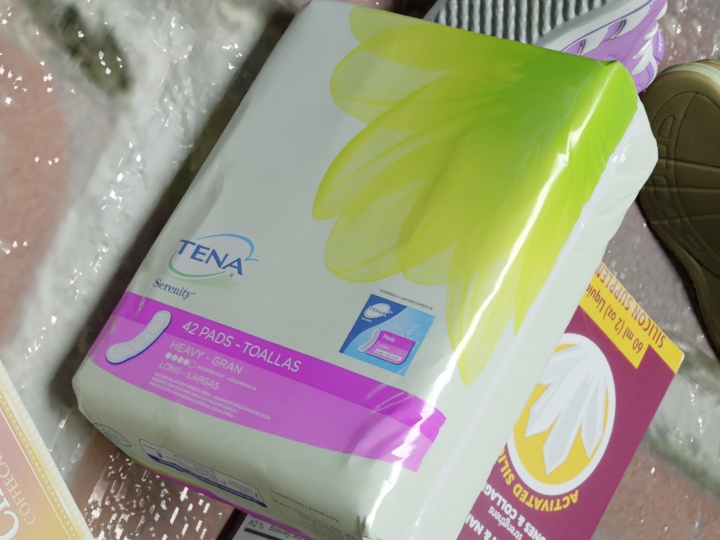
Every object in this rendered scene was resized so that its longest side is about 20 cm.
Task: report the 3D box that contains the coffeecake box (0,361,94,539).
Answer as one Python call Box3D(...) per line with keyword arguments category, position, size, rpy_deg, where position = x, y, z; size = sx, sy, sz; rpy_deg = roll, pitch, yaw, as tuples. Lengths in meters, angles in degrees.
Box3D(category="coffeecake box", position=(-0.164, 0.071, 0.632), size=(0.073, 0.200, 0.154), rpy_deg=(-40, 121, -31))

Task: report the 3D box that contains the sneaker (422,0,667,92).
Box3D(category="sneaker", position=(0.102, -0.118, 0.877), size=(0.114, 0.200, 0.073), rpy_deg=(-8, 66, -44))

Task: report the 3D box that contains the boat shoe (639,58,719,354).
Box3D(category="boat shoe", position=(0.188, -0.028, 1.032), size=(0.063, 0.073, 0.201), rpy_deg=(-54, 130, -32))

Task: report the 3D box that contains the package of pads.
Box3D(category="package of pads", position=(0.000, 0.000, 0.805), size=(0.200, 0.154, 0.068), rpy_deg=(-59, 143, -17))

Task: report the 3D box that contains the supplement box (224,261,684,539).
Box3D(category="supplement box", position=(0.037, 0.083, 0.896), size=(0.110, 0.085, 0.200), rpy_deg=(45, 67, -37))
